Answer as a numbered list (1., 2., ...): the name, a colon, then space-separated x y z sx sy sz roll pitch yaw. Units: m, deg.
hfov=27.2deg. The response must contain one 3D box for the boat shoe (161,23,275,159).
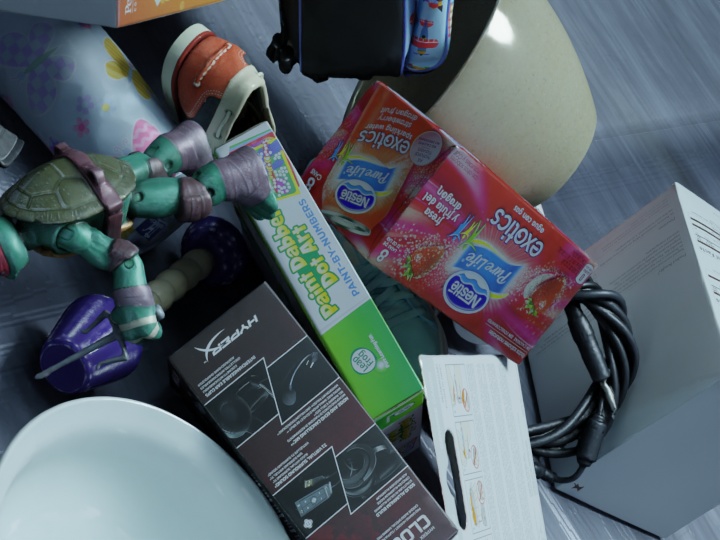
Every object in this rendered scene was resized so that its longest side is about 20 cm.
1. boat shoe: -0.090 -0.100 1.039 0.062 0.200 0.071 33 74 13

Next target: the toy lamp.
1. toy lamp: -0.138 0.021 0.952 0.058 0.058 0.200 48 29 -2

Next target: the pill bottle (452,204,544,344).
1. pill bottle: 0.099 -0.044 1.260 0.112 0.112 0.202 22 42 -37

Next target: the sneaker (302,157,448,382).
1. sneaker: 0.000 0.000 1.105 0.201 0.073 0.082 58 -4 30

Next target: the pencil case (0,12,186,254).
1. pencil case: -0.183 -0.105 0.994 0.201 0.090 0.083 54 19 5

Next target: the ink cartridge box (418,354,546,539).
1. ink cartridge box: 0.071 0.140 1.006 0.199 0.050 0.164 6 73 -65

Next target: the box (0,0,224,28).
1. box: -0.143 -0.235 0.951 0.096 0.126 0.200 11 21 21

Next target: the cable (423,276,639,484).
1. cable: 0.120 0.063 1.148 0.199 0.164 0.051 30 1 -8

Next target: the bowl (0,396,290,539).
1. bowl: -0.128 0.174 0.770 0.200 0.090 0.203 32 36 -27

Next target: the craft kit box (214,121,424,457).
1. craft kit box: -0.024 0.025 0.994 0.201 0.048 0.198 60 -4 14

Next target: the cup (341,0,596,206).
1. cup: 0.097 -0.127 1.150 0.143 0.200 0.201 34 35 -21

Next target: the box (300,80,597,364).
1. box: 0.062 -0.029 1.023 0.199 0.096 0.100 34 8 -47

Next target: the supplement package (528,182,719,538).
1. supplement package: 0.261 0.079 1.260 0.146 0.191 0.202 27 39 -33

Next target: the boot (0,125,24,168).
1. boot: -0.279 -0.076 0.866 0.132 0.070 0.200 50 35 -9

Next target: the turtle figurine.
1. turtle figurine: -0.155 -0.023 0.857 0.199 0.101 0.150 -28 53 -29

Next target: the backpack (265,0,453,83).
1. backpack: 0.001 -0.254 1.099 0.133 0.185 0.201 2 31 -2

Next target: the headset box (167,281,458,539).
1. headset box: -0.028 0.117 0.896 0.201 0.077 0.149 53 -11 3
